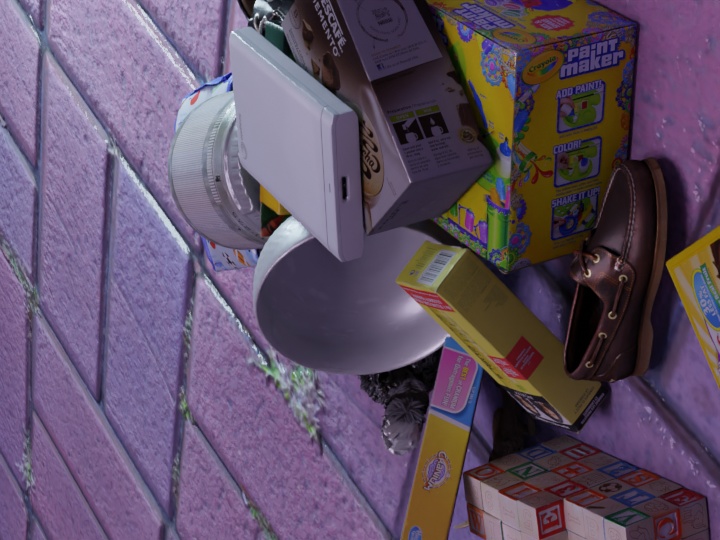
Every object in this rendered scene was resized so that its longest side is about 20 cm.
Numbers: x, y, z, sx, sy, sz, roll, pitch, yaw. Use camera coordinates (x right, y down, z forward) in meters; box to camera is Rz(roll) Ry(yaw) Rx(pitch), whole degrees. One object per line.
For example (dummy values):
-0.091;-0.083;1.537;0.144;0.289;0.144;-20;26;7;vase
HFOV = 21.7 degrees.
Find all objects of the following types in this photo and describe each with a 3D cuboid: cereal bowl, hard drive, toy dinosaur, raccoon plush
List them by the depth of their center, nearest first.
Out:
-0.055;-0.108;1.572;0.200;0.027;0.132;44;144;52;hard drive
0.000;0.000;1.688;0.201;0.199;0.084;105;165;-46;cereal bowl
0.140;0.180;1.778;0.101;0.058;0.201;-123;36;-59;toy dinosaur
0.030;0.123;1.801;0.134;0.096;0.201;84;-163;-48;raccoon plush

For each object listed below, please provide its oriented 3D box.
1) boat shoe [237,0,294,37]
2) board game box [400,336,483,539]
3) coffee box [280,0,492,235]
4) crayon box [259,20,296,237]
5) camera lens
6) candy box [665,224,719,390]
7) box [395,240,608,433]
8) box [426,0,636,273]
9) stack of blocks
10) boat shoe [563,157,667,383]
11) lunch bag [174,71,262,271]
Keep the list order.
-0.084;-0.250;1.882;0.200;0.060;0.074;-112;15;-53;boat shoe
0.075;0.174;1.723;0.153;0.040;0.201;80;-158;-78;board game box
0.019;-0.146;1.515;0.201;0.080;0.113;68;155;13;coffee box
-0.023;-0.125;1.698;0.051;0.126;0.201;-146;54;-60;crayon box
-0.088;-0.102;1.831;0.200;0.159;0.161;-1;103;65;camera lens
0.300;0.066;1.422;0.201;0.026;0.102;68;156;11;candy box
0.122;0.057;1.612;0.200;0.050;0.075;45;165;-27;box
0.115;-0.135;1.557;0.200;0.122;0.193;40;138;49;box
0.190;0.209;1.611;0.200;0.115;0.059;19;121;58;stack of blocks
0.203;0.005;1.514;0.070;0.070;0.201;-110;20;-61;boat shoe
-0.119;-0.112;2.019;0.170;0.123;0.201;-10;102;65;lunch bag
